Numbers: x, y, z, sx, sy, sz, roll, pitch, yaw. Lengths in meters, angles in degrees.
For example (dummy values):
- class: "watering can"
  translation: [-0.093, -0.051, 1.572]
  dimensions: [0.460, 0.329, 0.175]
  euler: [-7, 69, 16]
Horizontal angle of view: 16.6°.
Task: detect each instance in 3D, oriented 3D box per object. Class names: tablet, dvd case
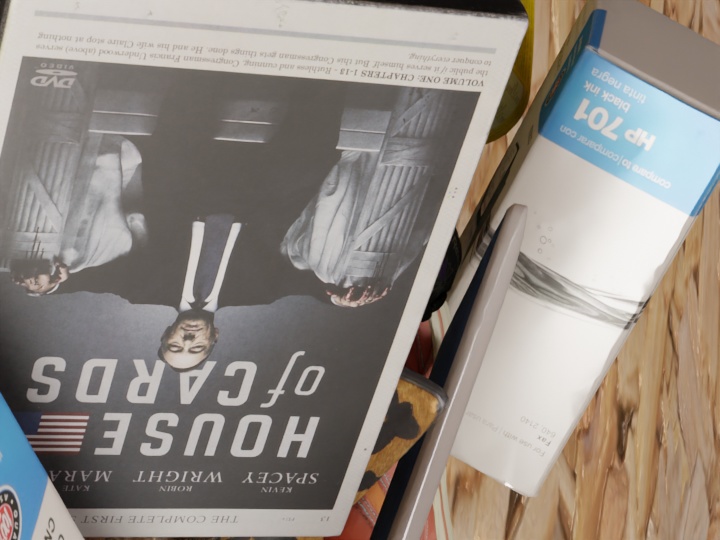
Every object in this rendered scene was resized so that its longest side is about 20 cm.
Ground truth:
- class: "tablet"
  translation: [0.021, 0.082, 0.966]
  dimensions: [0.130, 0.014, 0.201]
  euler: [112, 0, -61]
- class: "dvd case"
  translation: [-0.050, -0.001, 0.719]
  dimensions: [0.025, 0.150, 0.201]
  euler: [-115, -145, -48]

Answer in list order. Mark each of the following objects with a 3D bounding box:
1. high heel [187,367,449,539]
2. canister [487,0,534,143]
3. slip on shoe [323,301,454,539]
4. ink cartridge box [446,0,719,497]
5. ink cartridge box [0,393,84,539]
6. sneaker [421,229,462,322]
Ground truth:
- class: "high heel"
  translation: [-0.021, 0.121, 0.871]
  dimensions: [0.072, 0.142, 0.201]
  euler: [-80, 157, -60]
- class: "canister"
  translation: [0.018, -0.153, 1.144]
  dimensions: [0.200, 0.086, 0.149]
  euler: [42, 47, -64]
- class: "slip on shoe"
  translation: [0.003, 0.102, 1.080]
  dimensions: [0.061, 0.074, 0.201]
  euler: [0, 91, -36]
- class: "ink cartridge box"
  translation: [0.097, -0.017, 1.154]
  dimensions: [0.201, 0.086, 0.147]
  euler: [-61, -178, 19]
- class: "ink cartridge box"
  translation: [-0.119, 0.147, 0.683]
  dimensions: [0.146, 0.084, 0.200]
  euler: [-76, 152, -42]
- class: "sneaker"
  translation: [0.000, 0.000, 0.953]
  dimensions: [0.200, 0.087, 0.076]
  euler: [-99, -168, -52]
